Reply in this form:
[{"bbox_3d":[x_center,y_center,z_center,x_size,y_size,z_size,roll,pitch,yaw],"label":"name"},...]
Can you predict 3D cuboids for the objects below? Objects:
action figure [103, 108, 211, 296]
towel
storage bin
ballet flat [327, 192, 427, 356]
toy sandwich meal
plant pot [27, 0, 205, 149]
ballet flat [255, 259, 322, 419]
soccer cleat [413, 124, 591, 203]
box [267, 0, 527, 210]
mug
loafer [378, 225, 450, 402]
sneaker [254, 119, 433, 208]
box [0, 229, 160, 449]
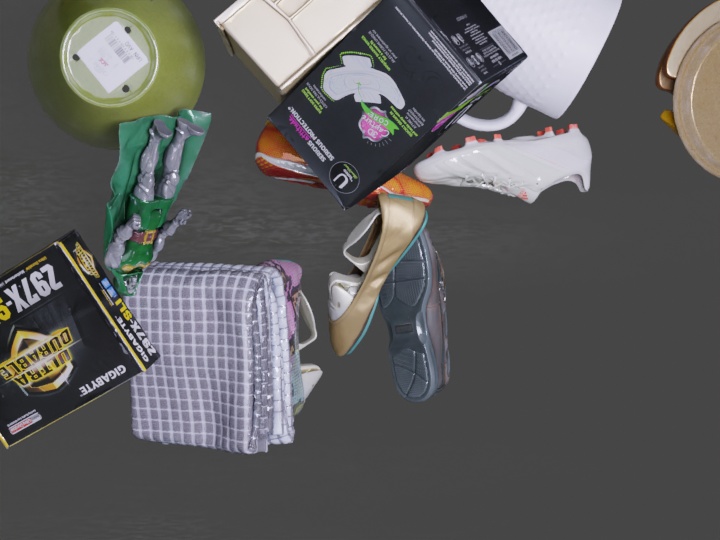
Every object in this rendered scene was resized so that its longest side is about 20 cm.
[{"bbox_3d":[-0.213,-0.060,1.490,0.118,0.055,0.200,-10,131,-44],"label":"action figure"},{"bbox_3d":[-0.163,0.094,1.556,0.165,0.086,0.201,1,99,23],"label":"towel"},{"bbox_3d":[-0.036,-0.264,1.494,0.198,0.200,0.094,-41,90,-1],"label":"storage bin"},{"bbox_3d":[0.000,0.000,1.584,0.063,0.069,0.200,20,113,-21],"label":"ballet flat"},{"bbox_3d":[0.417,-0.193,1.637,0.204,0.070,0.206,-2,99,-11],"label":"toy sandwich meal"},{"bbox_3d":[-0.245,-0.211,1.480,0.186,0.200,0.188,-1,96,-7],"label":"plant pot"},{"bbox_3d":[-0.078,0.086,1.610,0.071,0.069,0.201,-6,98,-32],"label":"ballet flat"},{"bbox_3d":[0.157,-0.107,1.605,0.199,0.069,0.078,-9,86,-13],"label":"soccer cleat"},{"bbox_3d":[0.037,-0.181,1.469,0.200,0.149,0.124,-41,88,30],"label":"box"},{"bbox_3d":[0.150,-0.241,1.562,0.175,0.148,0.200,27,110,-2],"label":"mug"},{"bbox_3d":[0.063,0.040,1.628,0.072,0.063,0.201,0,97,35],"label":"loafer"},{"bbox_3d":[-0.011,-0.116,1.589,0.199,0.073,0.077,19,78,-14],"label":"sneaker"},{"bbox_3d":[-0.330,0.073,1.539,0.200,0.049,0.160,-28,98,24],"label":"box"}]
